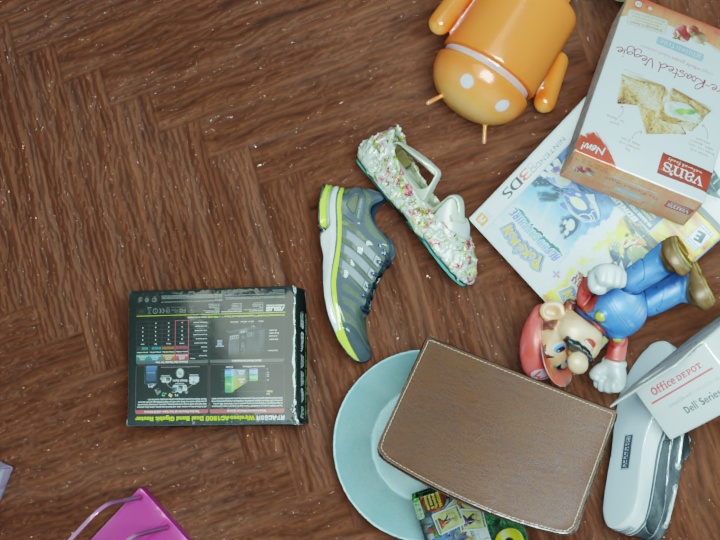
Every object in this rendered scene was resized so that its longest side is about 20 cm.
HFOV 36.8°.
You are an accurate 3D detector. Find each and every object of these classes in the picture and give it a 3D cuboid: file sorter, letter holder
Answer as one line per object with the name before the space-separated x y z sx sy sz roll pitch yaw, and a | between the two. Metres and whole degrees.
file sorter | -0.234 0.357 1.152 0.200 0.125 0.139 44 92 12
letter holder | 0.127 0.179 1.055 0.199 0.101 0.143 21 62 13

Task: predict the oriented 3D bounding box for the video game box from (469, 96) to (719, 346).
video game box | 0.243 -0.047 1.132 0.200 0.047 0.182 48 113 12

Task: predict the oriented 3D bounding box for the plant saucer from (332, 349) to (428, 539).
plant saucer | 0.071 0.187 1.163 0.199 0.039 0.203 -1 82 10

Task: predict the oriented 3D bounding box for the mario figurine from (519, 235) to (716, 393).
mario figurine | 0.246 0.058 1.062 0.199 0.106 0.124 -34 85 23

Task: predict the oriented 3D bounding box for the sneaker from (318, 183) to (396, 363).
sneaker | 0.000 0.000 1.183 0.080 0.074 0.202 -6 84 6

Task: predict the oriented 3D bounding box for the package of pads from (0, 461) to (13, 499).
package of pads | -0.490 0.296 1.229 0.120 0.076 0.202 18 87 10

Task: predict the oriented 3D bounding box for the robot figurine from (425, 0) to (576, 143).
robot figurine | 0.155 -0.241 1.160 0.116 0.144 0.201 31 89 33

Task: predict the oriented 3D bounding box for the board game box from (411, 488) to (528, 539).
board game box | 0.131 0.312 1.120 0.104 0.023 0.202 -18 95 2

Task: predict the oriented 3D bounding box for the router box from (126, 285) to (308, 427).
router box | -0.157 0.097 1.201 0.198 0.062 0.151 -2 82 10

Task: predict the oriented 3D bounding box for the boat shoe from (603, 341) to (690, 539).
boat shoe | 0.305 0.176 1.112 0.067 0.072 0.202 22 71 -21

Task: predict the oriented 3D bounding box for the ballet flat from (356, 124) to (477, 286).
ballet flat | 0.071 -0.076 1.173 0.064 0.076 0.200 -43 79 21

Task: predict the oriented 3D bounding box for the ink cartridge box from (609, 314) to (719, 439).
ink cartridge box | 0.343 0.090 1.038 0.199 0.117 0.068 -29 78 -33

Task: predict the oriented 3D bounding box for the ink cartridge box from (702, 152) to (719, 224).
ink cartridge box | 0.401 -0.132 1.141 0.172 0.044 0.202 14 86 13

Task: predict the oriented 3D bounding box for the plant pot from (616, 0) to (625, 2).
plant pot | 0.233 -0.413 1.150 0.199 0.187 0.188 34 90 28

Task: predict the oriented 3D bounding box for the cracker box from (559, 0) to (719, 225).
cracker box | 0.293 -0.161 1.074 0.133 0.058 0.201 22 68 2
